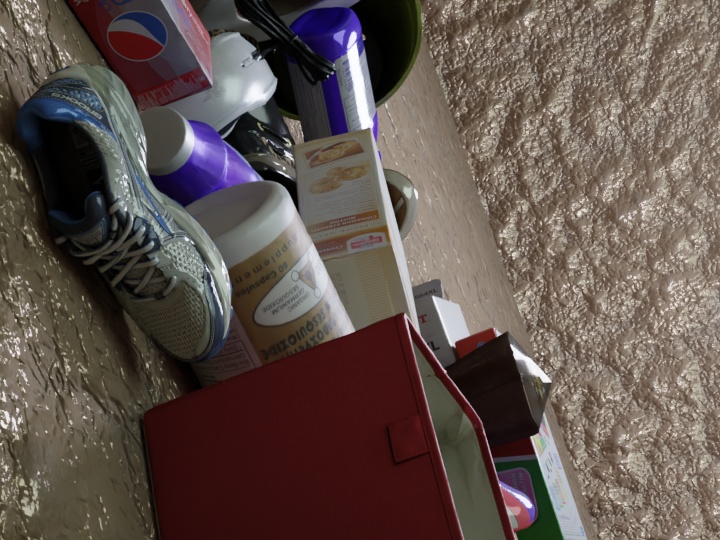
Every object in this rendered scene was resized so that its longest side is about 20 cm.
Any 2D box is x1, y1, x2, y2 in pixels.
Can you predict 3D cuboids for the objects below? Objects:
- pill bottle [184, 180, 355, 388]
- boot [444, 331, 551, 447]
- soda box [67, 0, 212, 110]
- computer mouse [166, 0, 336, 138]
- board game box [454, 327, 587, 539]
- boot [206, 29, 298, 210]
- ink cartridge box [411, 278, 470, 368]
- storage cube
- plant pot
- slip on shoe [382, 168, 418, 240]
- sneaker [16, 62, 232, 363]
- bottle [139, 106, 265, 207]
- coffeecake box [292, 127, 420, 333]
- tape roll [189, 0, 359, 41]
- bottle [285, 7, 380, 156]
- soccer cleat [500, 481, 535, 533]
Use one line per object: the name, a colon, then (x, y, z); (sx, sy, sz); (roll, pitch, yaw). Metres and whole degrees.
pill bottle: (-0.063, 0.049, 1.096); (0.114, 0.114, 0.200); (-87, 154, -66)
boot: (0.083, 0.167, 1.368); (0.064, 0.199, 0.187); (40, 30, -68)
soda box: (-0.181, -0.216, 1.167); (0.070, 0.063, 0.200); (-99, 165, -47)
computer mouse: (-0.098, -0.170, 1.332); (0.110, 0.044, 0.200); (50, 39, -9)
board game box: (0.151, 0.162, 1.460); (0.153, 0.040, 0.201); (34, 37, -71)
boot: (-0.092, -0.126, 1.435); (0.200, 0.073, 0.151); (22, 47, -69)
ink cartridge box: (0.048, 0.117, 1.488); (0.125, 0.128, 0.201); (19, 50, -75)
storage cube: (-0.009, 0.164, 0.966); (0.171, 0.179, 0.200); (54, 19, -54)
plant pot: (-0.038, -0.236, 1.663); (0.193, 0.200, 0.201); (90, -21, -85)
slip on shoe: (0.004, -0.041, 1.452); (0.076, 0.200, 0.061); (41, 53, 5)
sneaker: (-0.151, -0.025, 0.957); (0.200, 0.077, 0.085); (60, 21, -7)
bottle: (-0.112, -0.063, 1.176); (0.083, 0.065, 0.200); (37, -3, 25)
coffeecake box: (0.000, 0.000, 1.284); (0.200, 0.073, 0.154); (-99, 174, -59)
tape roll: (-0.086, -0.316, 1.471); (0.203, 0.202, 0.140); (19, 50, -76)
bottle: (-0.021, -0.147, 1.506); (0.084, 0.065, 0.201); (-59, 144, -51)
soccer cleat: (0.058, 0.170, 1.291); (0.067, 0.199, 0.077); (-135, -121, -71)
